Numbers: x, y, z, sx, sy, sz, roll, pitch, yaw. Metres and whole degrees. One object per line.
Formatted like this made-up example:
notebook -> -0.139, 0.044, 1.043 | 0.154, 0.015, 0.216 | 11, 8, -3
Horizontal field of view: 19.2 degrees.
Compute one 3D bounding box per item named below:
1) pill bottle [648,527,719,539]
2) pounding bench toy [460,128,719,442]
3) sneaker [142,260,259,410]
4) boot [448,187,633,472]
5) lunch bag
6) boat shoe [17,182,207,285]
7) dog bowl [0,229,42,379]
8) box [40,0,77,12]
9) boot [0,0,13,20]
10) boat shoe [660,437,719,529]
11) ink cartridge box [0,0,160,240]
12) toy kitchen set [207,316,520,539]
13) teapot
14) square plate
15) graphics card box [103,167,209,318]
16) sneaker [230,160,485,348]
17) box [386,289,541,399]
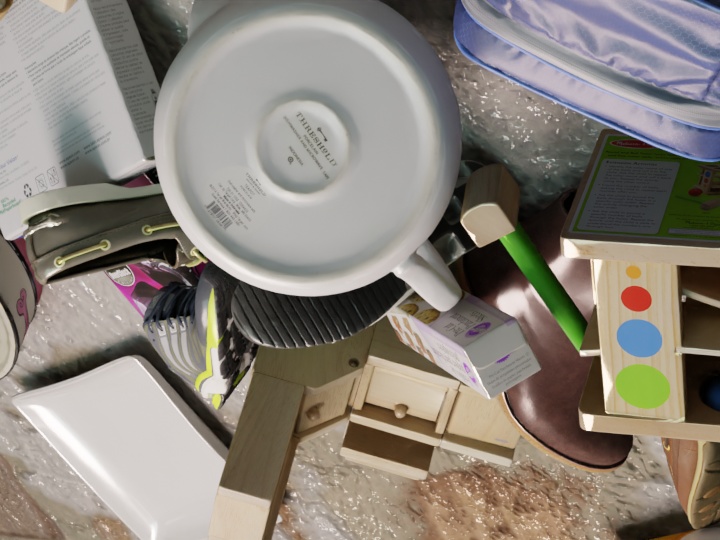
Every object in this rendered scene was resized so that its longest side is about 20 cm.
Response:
pill bottle -> 0.237, 0.244, 1.527 | 0.111, 0.111, 0.200 | 44, 149, -13
pounding bench toy -> 0.163, 0.013, 1.287 | 0.199, 0.124, 0.157 | 4, 125, 17
sneaker -> -0.116, 0.039, 1.515 | 0.081, 0.074, 0.200 | 28, 156, 5
boot -> 0.150, 0.046, 1.426 | 0.200, 0.072, 0.166 | 48, 144, -11
lunch bag -> 0.158, -0.153, 1.150 | 0.199, 0.136, 0.133 | 27, 143, 9
boat shoe -> -0.136, -0.030, 1.481 | 0.072, 0.200, 0.061 | 144, 118, -66
dog bowl -> -0.350, -0.002, 1.758 | 0.199, 0.074, 0.201 | 20, 141, 17
box -> -0.178, -0.267, 1.320 | 0.077, 0.095, 0.200 | 31, 144, 4
boot -> -0.346, -0.206, 1.534 | 0.175, 0.066, 0.200 | 49, 138, -2
boat shoe -> 0.236, 0.102, 1.438 | 0.068, 0.072, 0.201 | 53, 164, 35
ink cartridge box -> -0.224, -0.143, 1.507 | 0.196, 0.043, 0.201 | -22, 86, 49
toy kitchen set -> 0.005, 0.150, 1.537 | 0.199, 0.181, 0.164 | 15, 142, 1
teapot -> -0.026, -0.081, 1.294 | 0.196, 0.146, 0.201 | 6, 100, 2
square plate -> -0.183, 0.156, 1.840 | 0.198, 0.028, 0.200 | -20, 118, 47
graphics card box -> -0.146, -0.025, 1.595 | 0.125, 0.051, 0.200 | -14, 123, 44
sneaker -> 0.000, 0.000, 1.399 | 0.074, 0.199, 0.088 | 63, 159, 3
box -> 0.060, 0.038, 1.365 | 0.039, 0.041, 0.200 | 62, 172, -15
